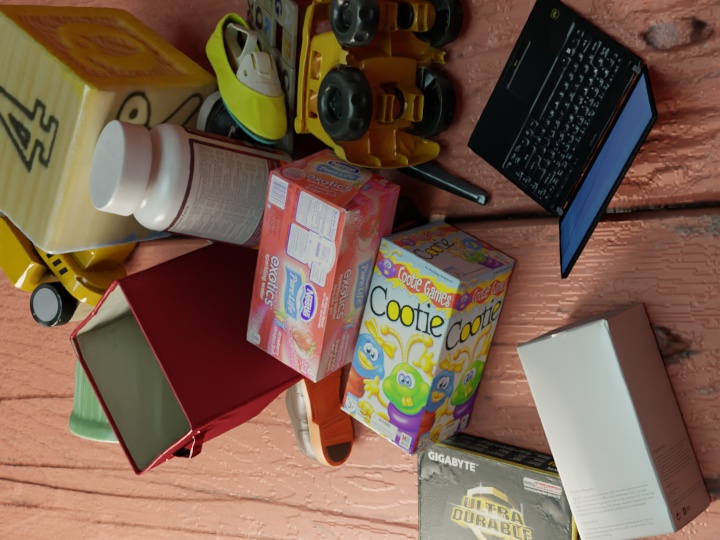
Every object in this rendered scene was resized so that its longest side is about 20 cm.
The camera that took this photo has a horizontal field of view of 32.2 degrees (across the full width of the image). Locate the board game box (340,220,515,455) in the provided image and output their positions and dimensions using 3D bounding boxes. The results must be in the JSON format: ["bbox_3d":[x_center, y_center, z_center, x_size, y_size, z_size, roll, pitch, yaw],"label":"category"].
[{"bbox_3d":[0.068,0.068,1.286,0.102,0.104,0.203,29,119,32],"label":"board game box"}]

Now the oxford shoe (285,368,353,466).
[{"bbox_3d":[-0.063,0.126,1.439,0.072,0.071,0.203,2,103,44],"label":"oxford shoe"}]

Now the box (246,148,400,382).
[{"bbox_3d":[-0.039,-0.005,1.264,0.102,0.094,0.202,28,124,29],"label":"box"}]

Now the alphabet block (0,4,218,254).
[{"bbox_3d":[-0.304,-0.161,1.386,0.196,0.194,0.202,37,118,27],"label":"alphabet block"}]

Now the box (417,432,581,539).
[{"bbox_3d":[0.149,0.265,1.301,0.198,0.049,0.162,10,109,39],"label":"box"}]

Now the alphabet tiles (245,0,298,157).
[{"bbox_3d":[-0.102,-0.219,1.376,0.167,0.007,0.203,-129,37,-54],"label":"alphabet tiles"}]

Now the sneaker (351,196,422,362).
[{"bbox_3d":[0.000,0.000,1.351,0.087,0.073,0.202,37,122,30],"label":"sneaker"}]

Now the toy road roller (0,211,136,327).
[{"bbox_3d":[-0.384,-0.030,1.654,0.200,0.122,0.146,48,113,19],"label":"toy road roller"}]

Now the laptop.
[{"bbox_3d":[0.177,-0.127,1.144,0.200,0.103,0.179,42,124,26],"label":"laptop"}]

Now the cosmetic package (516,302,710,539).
[{"bbox_3d":[0.237,0.144,1.170,0.107,0.084,0.203,-19,87,41],"label":"cosmetic package"}]

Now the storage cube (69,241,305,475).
[{"bbox_3d":[-0.184,0.093,1.374,0.202,0.178,0.171,60,141,8],"label":"storage cube"}]

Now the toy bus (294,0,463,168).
[{"bbox_3d":[-0.002,-0.223,1.276,0.191,0.134,0.203,28,118,52],"label":"toy bus"}]

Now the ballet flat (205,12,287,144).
[{"bbox_3d":[-0.121,-0.215,1.339,0.068,0.066,0.201,-65,34,29],"label":"ballet flat"}]

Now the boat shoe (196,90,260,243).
[{"bbox_3d":[-0.144,-0.105,1.411,0.060,0.074,0.202,29,131,28],"label":"boat shoe"}]

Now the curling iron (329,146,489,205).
[{"bbox_3d":[0.051,-0.105,1.313,0.198,0.026,0.050,20,140,31],"label":"curling iron"}]

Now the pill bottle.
[{"bbox_3d":[-0.172,-0.090,1.291,0.109,0.198,0.111,-22,63,53],"label":"pill bottle"}]

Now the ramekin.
[{"bbox_3d":[-0.259,0.143,1.534,0.198,0.199,0.099,5,97,40],"label":"ramekin"}]
